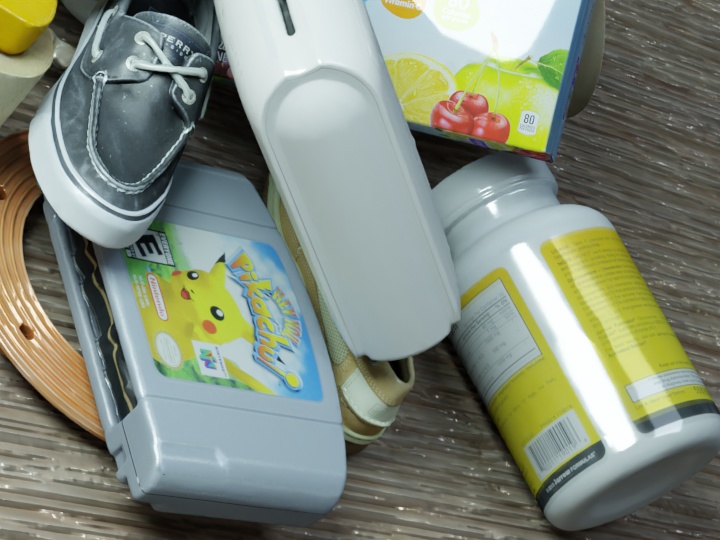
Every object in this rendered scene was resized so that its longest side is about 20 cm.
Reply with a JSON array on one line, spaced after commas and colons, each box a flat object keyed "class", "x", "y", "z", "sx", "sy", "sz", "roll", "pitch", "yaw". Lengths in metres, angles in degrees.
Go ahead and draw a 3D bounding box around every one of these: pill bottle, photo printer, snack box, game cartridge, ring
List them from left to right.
[{"class": "ring", "x": -0.117, "y": 0.014, "z": 1.201, "sx": 0.200, "sy": 0.019, "sz": 0.200, "roll": 30, "pitch": 37, "yaw": -26}, {"class": "game cartridge", "x": -0.077, "y": 0.027, "z": 1.171, "sx": 0.133, "sy": 0.040, "sz": 0.200, "roll": 15, "pitch": 46, "yaw": -45}, {"class": "photo printer", "x": -0.016, "y": -0.077, "z": 1.180, "sx": 0.166, "sy": 0.069, "sz": 0.200, "roll": -106, "pitch": 176, "yaw": -47}, {"class": "snack box", "x": 0.029, "y": -0.164, "z": 1.331, "sx": 0.200, "sy": 0.169, "sz": 0.068, "roll": 15, "pitch": 0, "yaw": 9}, {"class": "pill bottle", "x": 0.111, "y": 0.035, "z": 1.348, "sx": 0.112, "sy": 0.112, "sz": 0.200, "roll": -3, "pitch": 59, "yaw": -49}]

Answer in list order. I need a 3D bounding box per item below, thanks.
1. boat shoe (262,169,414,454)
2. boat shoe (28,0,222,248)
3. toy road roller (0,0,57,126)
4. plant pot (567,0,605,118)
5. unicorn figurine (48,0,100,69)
[{"class": "boat shoe", "x": 0.000, "y": 0.000, "z": 1.291, "sx": 0.072, "sy": 0.076, "sz": 0.200, "roll": 20, "pitch": 43, "yaw": -36}, {"class": "boat shoe", "x": -0.102, "y": -0.092, "z": 1.157, "sx": 0.072, "sy": 0.068, "sz": 0.200, "roll": 35, "pitch": 34, "yaw": -16}, {"class": "toy road roller", "x": -0.240, "y": -0.150, "z": 1.133, "sx": 0.200, "sy": 0.123, "sz": 0.146, "roll": 34, "pitch": 33, "yaw": -19}, {"class": "plant pot", "x": 0.045, "y": -0.176, "z": 1.443, "sx": 0.134, "sy": 0.200, "sz": 0.200, "roll": -13, "pitch": 62, "yaw": -16}, {"class": "unicorn figurine", "x": -0.147, "y": -0.169, "z": 1.309, "sx": 0.137, "sy": 0.074, "sz": 0.200, "roll": 6, "pitch": 61, "yaw": -57}]
